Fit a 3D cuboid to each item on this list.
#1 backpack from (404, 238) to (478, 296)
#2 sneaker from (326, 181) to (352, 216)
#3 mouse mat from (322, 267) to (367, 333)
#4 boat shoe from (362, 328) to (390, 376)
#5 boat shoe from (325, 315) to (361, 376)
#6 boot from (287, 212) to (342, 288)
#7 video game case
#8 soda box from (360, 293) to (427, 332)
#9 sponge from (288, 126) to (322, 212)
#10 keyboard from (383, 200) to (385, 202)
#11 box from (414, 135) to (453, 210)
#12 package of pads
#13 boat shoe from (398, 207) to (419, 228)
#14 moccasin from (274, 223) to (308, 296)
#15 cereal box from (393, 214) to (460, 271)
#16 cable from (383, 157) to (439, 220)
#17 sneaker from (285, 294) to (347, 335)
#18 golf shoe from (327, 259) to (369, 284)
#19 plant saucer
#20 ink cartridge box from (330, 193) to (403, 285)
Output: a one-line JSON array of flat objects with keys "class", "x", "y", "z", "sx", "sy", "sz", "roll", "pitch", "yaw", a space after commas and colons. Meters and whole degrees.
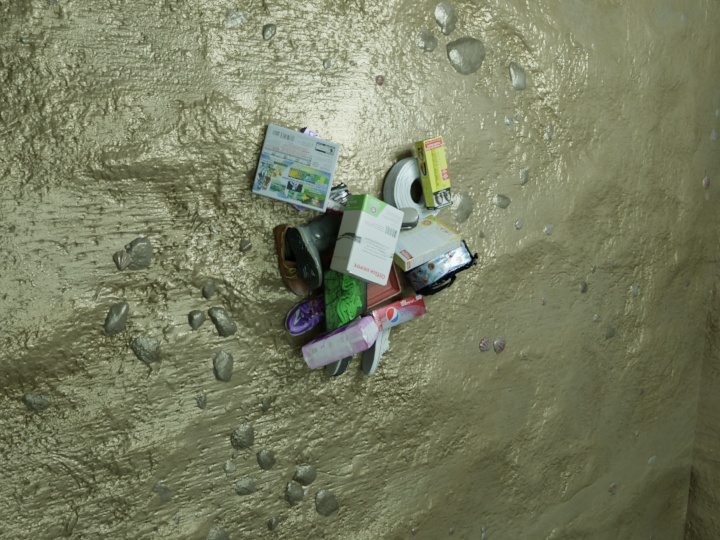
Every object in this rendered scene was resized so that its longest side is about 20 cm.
[{"class": "backpack", "x": 0.229, "y": -0.017, "z": 1.682, "sx": 0.189, "sy": 0.200, "sz": 0.155, "roll": -34, "pitch": 82, "yaw": -24}, {"class": "sneaker", "x": -0.041, "y": -0.194, "z": 1.511, "sx": 0.196, "sy": 0.074, "sz": 0.089, "roll": 16, "pitch": 82, "yaw": -12}, {"class": "mouse mat", "x": -0.038, "y": 0.061, "z": 1.509, "sx": 0.160, "sy": 0.007, "sz": 0.203, "roll": -27, "pitch": 131, "yaw": -36}, {"class": "boat shoe", "x": 0.060, "y": 0.225, "z": 1.695, "sx": 0.069, "sy": 0.071, "sz": 0.204, "roll": 14, "pitch": 86, "yaw": -29}, {"class": "boat shoe", "x": -0.039, "y": 0.219, "z": 1.631, "sx": 0.057, "sy": 0.067, "sz": 0.203, "roll": 15, "pitch": 104, "yaw": -49}, {"class": "boot", "x": -0.096, "y": -0.061, "z": 1.497, "sx": 0.199, "sy": 0.072, "sz": 0.185, "roll": -22, "pitch": 97, "yaw": -57}, {"class": "video game case", "x": -0.166, "y": -0.266, "z": 1.445, "sx": 0.196, "sy": 0.022, "sz": 0.186, "roll": 14, "pitch": 87, "yaw": -9}, {"class": "soda box", "x": 0.099, "y": 0.129, "z": 1.643, "sx": 0.197, "sy": 0.070, "sz": 0.065, "roll": -16, "pitch": 86, "yaw": -34}, {"class": "sponge", "x": -0.154, "y": -0.273, "z": 1.496, "sx": 0.111, "sy": 0.030, "sz": 0.202, "roll": 33, "pitch": 82, "yaw": -31}, {"class": "keyboard", "x": 0.062, "y": -0.106, "z": 1.666, "sx": 0.055, "sy": 0.011, "sz": 0.204, "roll": 15, "pitch": 92, "yaw": -32}, {"class": "box", "x": 0.216, "y": -0.283, "z": 1.620, "sx": 0.074, "sy": 0.050, "sz": 0.204, "roll": -19, "pitch": 105, "yaw": -26}, {"class": "package of pads", "x": -0.053, "y": 0.200, "z": 1.532, "sx": 0.197, "sy": 0.120, "sz": 0.077, "roll": -24, "pitch": 90, "yaw": 18}, {"class": "boat shoe", "x": 0.070, "y": -0.145, "z": 1.590, "sx": 0.057, "sy": 0.196, "sz": 0.068, "roll": 77, "pitch": 17, "yaw": -59}, {"class": "moccasin", "x": -0.178, "y": -0.027, "z": 1.498, "sx": 0.073, "sy": 0.077, "sz": 0.206, "roll": -14, "pitch": 106, "yaw": -27}, {"class": "cereal box", "x": 0.168, "y": -0.083, "z": 1.591, "sx": 0.197, "sy": 0.144, "sz": 0.040, "roll": -23, "pitch": 133, "yaw": -21}, {"class": "cable", "x": 0.165, "y": -0.237, "z": 1.665, "sx": 0.200, "sy": 0.069, "sz": 0.201, "roll": 45, "pitch": 74, "yaw": -29}, {"class": "sneaker", "x": -0.122, "y": 0.107, "z": 1.537, "sx": 0.198, "sy": 0.083, "sz": 0.081, "roll": -34, "pitch": 94, "yaw": -7}, {"class": "golf shoe", "x": 0.000, "y": 0.000, "z": 1.565, "sx": 0.196, "sy": 0.077, "sz": 0.090, "roll": -1, "pitch": 108, "yaw": -24}, {"class": "plant saucer", "x": 0.007, "y": 0.010, "z": 1.631, "sx": 0.197, "sy": 0.037, "sz": 0.203, "roll": -24, "pitch": 111, "yaw": -18}, {"class": "ink cartridge box", "x": 0.018, "y": -0.078, "z": 1.444, "sx": 0.144, "sy": 0.083, "sz": 0.204, "roll": 20, "pitch": 81, "yaw": -39}]
